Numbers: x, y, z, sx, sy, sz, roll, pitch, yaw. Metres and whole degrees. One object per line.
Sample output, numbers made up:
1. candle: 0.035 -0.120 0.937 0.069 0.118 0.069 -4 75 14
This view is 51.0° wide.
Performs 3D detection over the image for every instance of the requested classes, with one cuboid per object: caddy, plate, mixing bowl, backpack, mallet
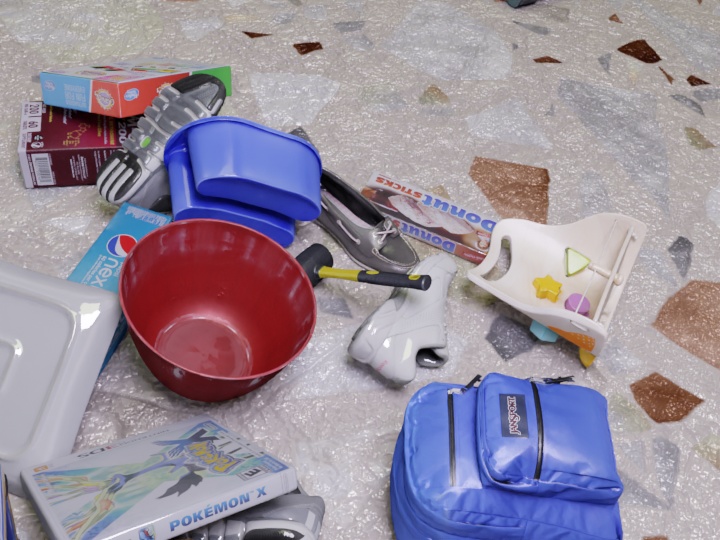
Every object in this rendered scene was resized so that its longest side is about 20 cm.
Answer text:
1. caddy: -0.136 -0.109 0.895 0.196 0.141 0.107 13 56 -34
2. plate: -0.348 0.090 0.711 0.195 0.032 0.204 15 76 5
3. mixing bowl: -0.152 0.058 0.774 0.195 0.110 0.203 14 43 -14
4. backpack: 0.127 0.177 0.693 0.194 0.171 0.164 6 40 0
5. mallet: 0.000 0.000 0.860 0.196 0.042 0.066 1 34 34

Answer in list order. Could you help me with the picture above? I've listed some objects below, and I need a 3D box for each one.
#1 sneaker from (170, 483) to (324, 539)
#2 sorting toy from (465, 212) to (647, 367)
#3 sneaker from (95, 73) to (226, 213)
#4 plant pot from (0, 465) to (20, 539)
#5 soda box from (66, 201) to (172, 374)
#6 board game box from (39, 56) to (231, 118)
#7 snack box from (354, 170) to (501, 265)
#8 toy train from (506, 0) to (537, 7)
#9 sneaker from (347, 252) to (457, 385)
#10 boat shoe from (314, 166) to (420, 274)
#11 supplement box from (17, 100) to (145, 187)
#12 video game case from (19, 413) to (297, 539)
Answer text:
1. sneaker: -0.123 0.223 0.671 0.194 0.077 0.116 0 17 12
2. sorting toy: 0.226 0.006 0.912 0.177 0.108 0.201 24 48 17
3. sneaker: -0.233 -0.146 0.944 0.075 0.116 0.200 40 81 23
4. plant pot: -0.334 0.244 0.526 0.175 0.203 0.202 -5 47 -22
5. soda box: -0.274 0.020 0.824 0.063 0.069 0.202 17 47 5
6. board game box: -0.289 -0.245 0.992 0.150 0.041 0.199 15 26 30
7. snack box: 0.093 -0.070 1.005 0.196 0.025 0.072 23 48 10
8. toy train: 0.343 -0.585 1.490 0.197 0.086 0.115 -21 66 -29
9. sneaker: 0.068 0.060 0.861 0.099 0.078 0.200 43 49 2
10. boat shoe: -0.003 -0.062 0.958 0.199 0.058 0.066 37 52 22
11. supplement box: -0.339 -0.171 0.992 0.195 0.062 0.110 -6 47 -16
12. video game case: -0.175 0.174 0.634 0.179 0.023 0.198 -12 10 -32
